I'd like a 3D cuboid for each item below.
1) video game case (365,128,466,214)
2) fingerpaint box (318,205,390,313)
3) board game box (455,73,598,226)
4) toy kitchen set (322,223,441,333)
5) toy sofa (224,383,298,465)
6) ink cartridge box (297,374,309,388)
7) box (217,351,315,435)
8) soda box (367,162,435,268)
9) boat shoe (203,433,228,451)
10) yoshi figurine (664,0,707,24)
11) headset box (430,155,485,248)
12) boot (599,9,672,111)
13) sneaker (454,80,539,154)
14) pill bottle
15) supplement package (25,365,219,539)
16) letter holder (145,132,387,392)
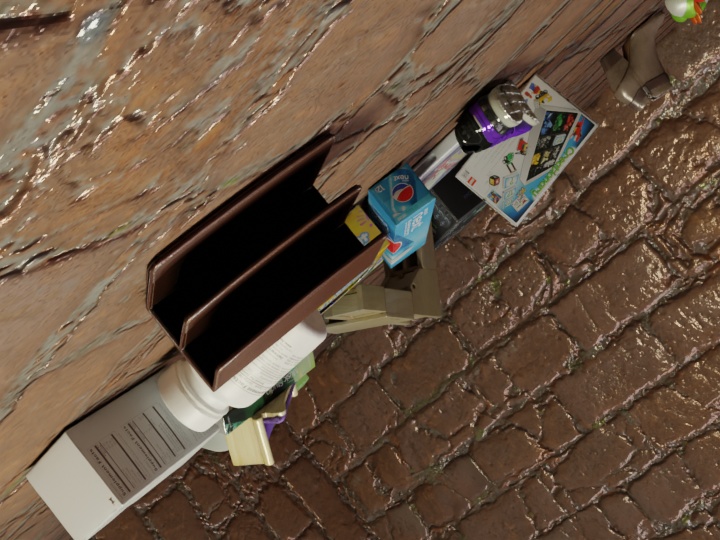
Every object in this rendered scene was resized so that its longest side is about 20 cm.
[{"bbox_3d":[0.103,-0.147,1.495,0.182,0.023,0.200,-42,175,18],"label":"video game case"},{"bbox_3d":[-0.064,0.018,1.359,0.199,0.074,0.167,-40,176,-14],"label":"fingerpaint box"},{"bbox_3d":[0.257,-0.185,1.534,0.201,0.126,0.035,-51,173,9],"label":"board game box"},{"bbox_3d":[0.000,0.000,1.577,0.162,0.183,0.199,-14,166,38],"label":"toy kitchen set"},{"bbox_3d":[-0.136,0.207,1.514,0.096,0.084,0.200,-6,-156,11],"label":"toy sofa"},{"bbox_3d":[-0.212,0.233,1.913,0.200,0.117,0.067,-39,175,-22],"label":"ink cartridge box"},{"bbox_3d":[-0.183,0.164,1.483,0.143,0.037,0.200,11,-146,38],"label":"box"},{"bbox_3d":[0.053,-0.071,1.368,0.068,0.064,0.200,-35,167,-10],"label":"soda box"},{"bbox_3d":[-0.271,0.258,1.675,0.198,0.071,0.064,-3,-151,34],"label":"boat shoe"},{"bbox_3d":[0.467,-0.439,1.450,0.200,0.111,0.113,42,57,-72],"label":"yoshi figurine"},{"bbox_3d":[0.146,-0.113,1.722,0.174,0.093,0.200,-37,174,-38],"label":"headset box"},{"bbox_3d":[0.619,-0.445,2.132,0.200,0.147,0.070,-41,174,2],"label":"boot"},{"bbox_3d":[0.176,-0.202,1.345,0.099,0.070,0.200,-35,174,22],"label":"sneaker"},{"bbox_3d":[-0.147,0.100,1.207,0.200,0.115,0.114,-41,175,12],"label":"pill bottle"},{"bbox_3d":[-0.290,0.224,1.227,0.114,0.110,0.200,-43,175,31],"label":"supplement package"},{"bbox_3d":[-0.077,-0.009,0.854,0.199,0.101,0.142,-39,173,-21],"label":"letter holder"}]
